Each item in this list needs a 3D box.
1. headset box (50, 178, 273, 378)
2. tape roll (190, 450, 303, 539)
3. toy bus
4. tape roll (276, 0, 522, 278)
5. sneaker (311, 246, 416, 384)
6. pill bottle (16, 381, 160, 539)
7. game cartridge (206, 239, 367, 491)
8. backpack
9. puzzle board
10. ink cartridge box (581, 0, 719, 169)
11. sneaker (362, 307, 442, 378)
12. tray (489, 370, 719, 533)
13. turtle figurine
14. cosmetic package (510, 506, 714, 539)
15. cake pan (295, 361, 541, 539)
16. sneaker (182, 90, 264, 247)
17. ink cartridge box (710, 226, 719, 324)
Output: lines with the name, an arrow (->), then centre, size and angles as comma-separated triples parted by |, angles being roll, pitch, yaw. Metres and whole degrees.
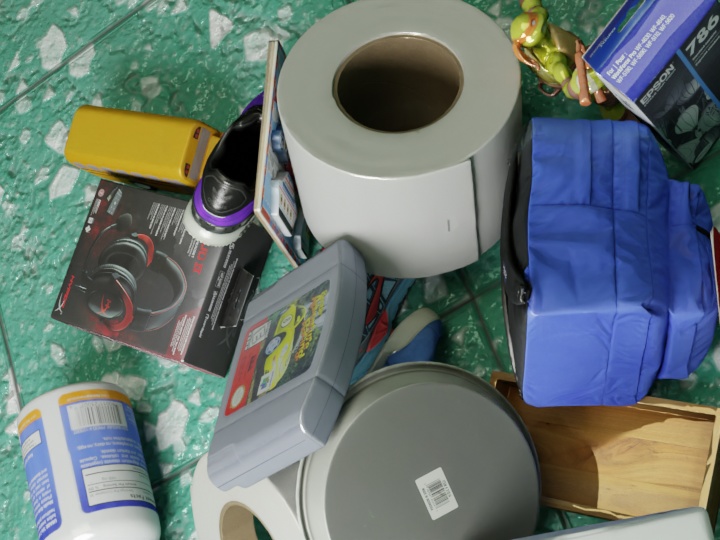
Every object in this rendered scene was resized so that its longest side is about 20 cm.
headset box -> -0.184, 0.008, 1.384 | 0.199, 0.075, 0.150 | 15, 82, 33
tape roll -> -0.074, 0.235, 1.198 | 0.202, 0.037, 0.205 | 32, 132, 43
toy bus -> -0.194, -0.117, 1.428 | 0.198, 0.078, 0.066 | 11, 80, 33
tape roll -> 0.038, -0.114, 1.208 | 0.200, 0.140, 0.204 | -4, 56, 5
sneaker -> 0.000, 0.000, 1.264 | 0.079, 0.095, 0.202 | 14, 82, 33
pill bottle -> -0.248, 0.215, 1.335 | 0.111, 0.112, 0.202 | -28, 63, 20
game cartridge -> -0.053, 0.070, 1.145 | 0.133, 0.041, 0.201 | -28, 35, 34
backpack -> 0.188, -0.013, 1.116 | 0.166, 0.163, 0.202 | 1, 55, -1
puzzle board -> -0.060, -0.094, 1.275 | 0.017, 0.200, 0.152 | 1, 75, 10
ink cartridge box -> 0.246, -0.155, 1.103 | 0.100, 0.200, 0.039 | -52, 56, 8
sneaker -> 0.045, 0.122, 1.189 | 0.111, 0.200, 0.077 | 34, 133, 6
tray -> 0.189, 0.146, 1.141 | 0.198, 0.037, 0.100 | 7, 78, 31
turtle figurine -> 0.173, -0.165, 1.163 | 0.064, 0.160, 0.201 | -47, 41, 22
cosmetic package -> 0.164, 0.278, 0.985 | 0.165, 0.166, 0.202 | -10, 79, -2
cake pan -> 0.051, 0.171, 1.096 | 0.037, 0.199, 0.202 | 171, 118, -75
sneaker -> -0.090, -0.116, 1.313 | 0.069, 0.100, 0.201 | 26, 49, 0
ink cartridge box -> 0.315, 0.077, 1.003 | 0.083, 0.175, 0.202 | -12, 69, 27
